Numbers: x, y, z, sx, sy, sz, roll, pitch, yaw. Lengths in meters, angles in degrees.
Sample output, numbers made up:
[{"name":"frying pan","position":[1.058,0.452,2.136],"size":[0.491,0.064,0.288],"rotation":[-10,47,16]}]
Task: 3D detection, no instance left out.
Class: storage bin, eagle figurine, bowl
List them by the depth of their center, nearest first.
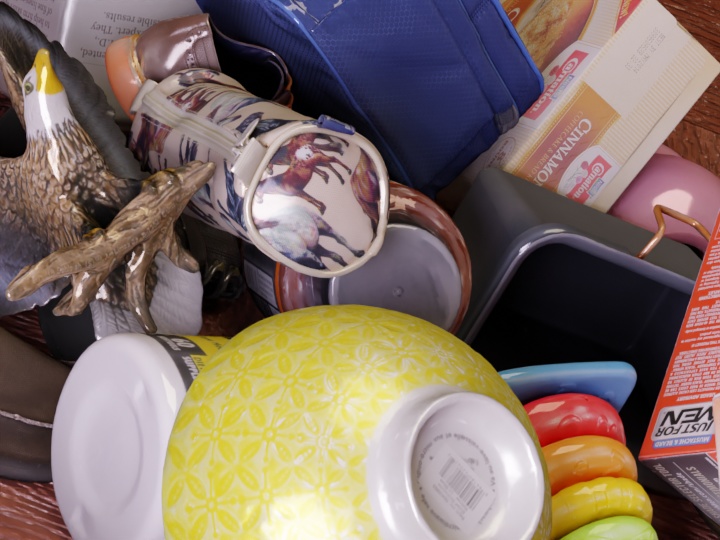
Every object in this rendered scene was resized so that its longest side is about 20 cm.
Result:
[{"name":"bowl","position":[0.021,0.104,1.330],"size":[0.200,0.200,0.108],"rotation":[10,-18,-34]},{"name":"eagle figurine","position":[-0.163,-0.049,1.466],"size":[0.152,0.151,0.200],"rotation":[15,6,-46]},{"name":"storage bin","position":[0.136,0.017,1.668],"size":[0.200,0.146,0.134],"rotation":[21,21,-26]}]

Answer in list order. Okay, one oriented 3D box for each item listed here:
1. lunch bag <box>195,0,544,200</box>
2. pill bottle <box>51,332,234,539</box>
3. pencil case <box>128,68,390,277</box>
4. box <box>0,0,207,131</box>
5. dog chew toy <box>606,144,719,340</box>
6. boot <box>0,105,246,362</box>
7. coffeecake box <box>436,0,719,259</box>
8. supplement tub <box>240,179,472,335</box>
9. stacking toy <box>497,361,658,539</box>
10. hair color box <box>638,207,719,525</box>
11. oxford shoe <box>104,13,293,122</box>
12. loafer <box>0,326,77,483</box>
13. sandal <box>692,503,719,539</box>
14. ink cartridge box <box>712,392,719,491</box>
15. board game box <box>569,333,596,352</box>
[{"name":"lunch bag","position":[0.016,-0.138,1.697],"size":[0.136,0.132,0.200],"rotation":[26,-24,51]},{"name":"pill bottle","position":[-0.040,0.090,1.430],"size":[0.200,0.114,0.114],"rotation":[3,30,-36]},{"name":"pencil case","position":[-0.057,-0.055,1.501],"size":[0.089,0.078,0.200],"rotation":[47,-9,-25]},{"name":"box","position":[-0.140,-0.166,1.793],"size":[0.200,0.131,0.199],"rotation":[5,14,-34]},{"name":"dog chew toy","position":[0.171,-0.028,1.851],"size":[0.125,0.125,0.200],"rotation":[15,17,-17]},{"name":"boot","position":[-0.113,-0.007,1.604],"size":[0.174,0.069,0.200],"rotation":[19,46,-59]},{"name":"coffeecake box","position":[0.114,-0.102,1.816],"size":[0.073,0.154,0.200],"rotation":[41,-6,-22]},{"name":"supplement tub","position":[0.000,0.000,1.581],"size":[0.107,0.107,0.200],"rotation":[16,2,-13]},{"name":"stacking toy","position":[0.117,0.151,1.480],"size":[0.110,0.116,0.200],"rotation":[-4,49,-32]},{"name":"hair color box","position":[0.232,0.043,1.575],"size":[0.064,0.200,0.111],"rotation":[-10,-40,47]},{"name":"oxford shoe","position":[-0.061,-0.080,1.660],"size":[0.200,0.073,0.071],"rotation":[39,32,-51]},{"name":"loafer","position":[-0.195,0.053,1.425],"size":[0.200,0.071,0.073],"rotation":[8,28,-28]},{"name":"sandal","position":[0.262,0.153,1.612],"size":[0.200,0.055,0.082],"rotation":[33,66,15]},{"name":"ink cartridge box","position":[0.256,0.155,1.510],"size":[0.162,0.200,0.050],"rotation":[-3,0,-43]},{"name":"board game box","position":[0.037,0.015,1.758],"size":[0.200,0.023,0.105],"rotation":[30,28,16]}]
